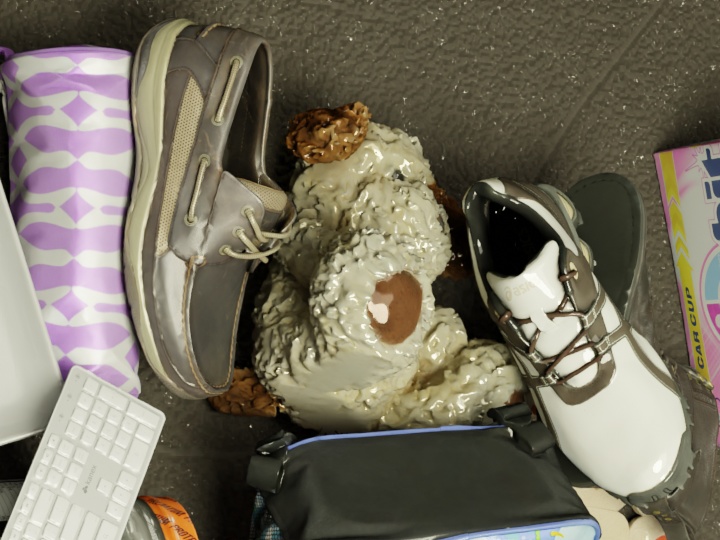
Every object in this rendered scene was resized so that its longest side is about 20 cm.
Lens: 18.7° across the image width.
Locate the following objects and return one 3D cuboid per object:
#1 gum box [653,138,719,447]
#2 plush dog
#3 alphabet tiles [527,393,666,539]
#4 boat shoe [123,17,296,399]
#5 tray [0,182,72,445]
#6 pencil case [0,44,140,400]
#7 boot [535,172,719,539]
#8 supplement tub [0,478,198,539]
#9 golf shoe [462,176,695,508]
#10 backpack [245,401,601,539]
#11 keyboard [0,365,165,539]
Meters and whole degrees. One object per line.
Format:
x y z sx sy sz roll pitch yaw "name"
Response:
0.256 0.014 1.353 0.066 0.113 0.201 -12 92 -28 "gum box"
0.000 0.000 1.225 0.200 0.160 0.172 44 50 -49 "plush dog"
0.124 0.122 1.334 0.195 0.015 0.201 10 82 -27 "alphabet tiles"
-0.076 -0.032 1.139 0.074 0.073 0.201 -10 98 -66 "boat shoe"
-0.225 0.001 1.116 0.107 0.022 0.200 -17 79 -9 "tray"
-0.155 -0.025 1.156 0.085 0.084 0.201 0 86 0 "pencil case"
0.164 0.056 1.293 0.174 0.069 0.201 22 70 -57 "boot"
-0.187 0.167 1.106 0.200 0.122 0.123 1 87 -28 "supplement tub"
0.106 0.037 1.174 0.094 0.078 0.200 26 32 -60 "golf shoe"
0.028 0.193 1.167 0.183 0.200 0.147 -6 45 -19 "backpack"
-0.149 0.142 1.056 0.056 0.011 0.200 28 58 -15 "keyboard"
